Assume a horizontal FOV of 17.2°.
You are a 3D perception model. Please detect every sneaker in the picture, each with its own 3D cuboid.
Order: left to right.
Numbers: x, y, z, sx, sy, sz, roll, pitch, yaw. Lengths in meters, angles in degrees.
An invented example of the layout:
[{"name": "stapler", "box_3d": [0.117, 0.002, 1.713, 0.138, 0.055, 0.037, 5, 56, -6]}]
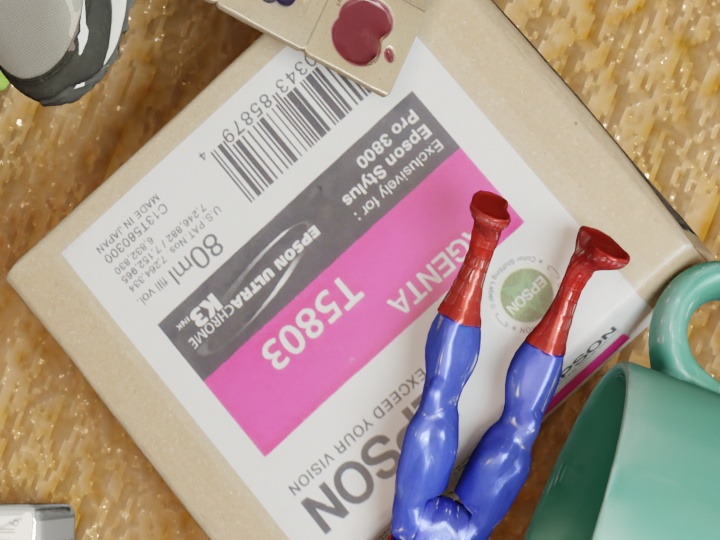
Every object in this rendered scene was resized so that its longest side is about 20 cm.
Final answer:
[{"name": "sneaker", "box_3d": [-0.142, -0.150, 0.818, 0.074, 0.079, 0.202, -20, 93, 37]}]

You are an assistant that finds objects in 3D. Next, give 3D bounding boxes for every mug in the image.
[{"name": "mug", "box_3d": [0.117, 0.107, 0.775, 0.114, 0.152, 0.186, 21, 109, -2]}]

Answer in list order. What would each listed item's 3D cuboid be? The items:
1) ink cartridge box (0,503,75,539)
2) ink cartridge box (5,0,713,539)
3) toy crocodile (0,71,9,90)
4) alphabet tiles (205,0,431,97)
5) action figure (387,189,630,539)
[{"name": "ink cartridge box", "box_3d": [-0.197, 0.189, 0.906, 0.172, 0.044, 0.202, -1, 86, 14]}, {"name": "ink cartridge box", "box_3d": [0.000, 0.000, 0.857, 0.200, 0.075, 0.165, -43, 77, 6]}, {"name": "toy crocodile", "box_3d": [-0.152, -0.131, 0.897, 0.061, 0.067, 0.202, 2, 87, 45]}, {"name": "alphabet tiles", "box_3d": [-0.022, -0.185, 0.818, 0.166, 0.008, 0.201, 28, 76, -9]}, {"name": "action figure", "box_3d": [0.028, 0.085, 0.766, 0.065, 0.099, 0.202, 18, 105, -7]}]
